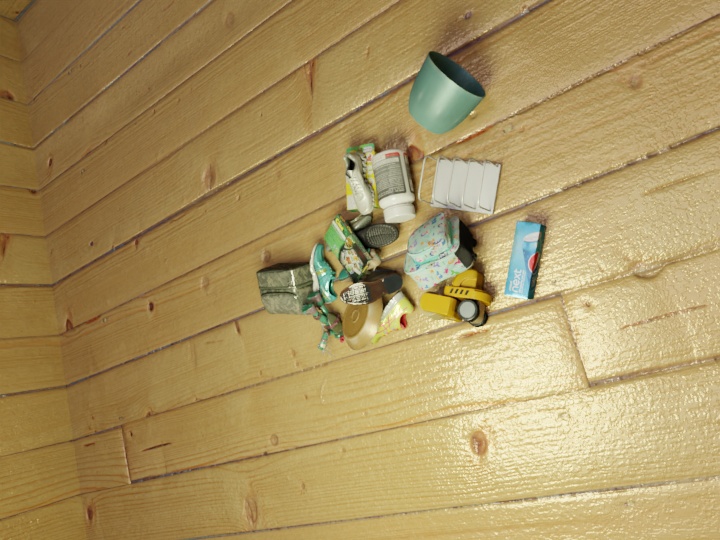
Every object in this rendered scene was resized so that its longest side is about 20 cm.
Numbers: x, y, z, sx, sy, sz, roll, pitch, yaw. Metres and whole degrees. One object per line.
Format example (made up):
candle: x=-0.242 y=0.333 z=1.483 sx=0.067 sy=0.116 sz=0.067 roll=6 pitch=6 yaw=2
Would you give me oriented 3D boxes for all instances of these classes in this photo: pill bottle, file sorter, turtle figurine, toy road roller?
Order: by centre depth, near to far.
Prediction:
toy road roller: x=0.274 y=0.071 z=1.594 sx=0.197 sy=0.123 sz=0.149 roll=7 pitch=79 yaw=29
file sorter: x=0.277 y=-0.248 z=1.597 sx=0.197 sy=0.124 sz=0.142 roll=12 pitch=94 yaw=33
pill bottle: x=0.103 y=-0.254 z=1.714 sx=0.112 sy=0.113 sz=0.204 roll=-15 pitch=80 yaw=31
turtle figurine: x=-0.111 y=0.173 z=1.836 sx=0.099 sy=0.150 sz=0.202 roll=-27 pitch=114 yaw=11

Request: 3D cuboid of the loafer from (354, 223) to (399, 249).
loafer: x=0.037 y=-0.106 z=1.775 sx=0.197 sy=0.071 sz=0.075 roll=-11 pitch=95 yaw=28

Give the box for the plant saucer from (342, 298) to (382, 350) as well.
plant saucer: x=-0.004 y=0.145 z=1.756 sx=0.200 sy=0.035 sz=0.203 roll=-38 pitch=41 yaw=42

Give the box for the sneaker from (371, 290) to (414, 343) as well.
sneaker: x=0.094 y=0.162 z=1.730 sx=0.090 sy=0.078 sz=0.201 roll=37 pitch=119 yaw=7

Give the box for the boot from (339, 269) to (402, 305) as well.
boot: x=0.033 y=0.049 z=1.723 sx=0.196 sy=0.097 sz=0.076 roll=-15 pitch=105 yaw=5

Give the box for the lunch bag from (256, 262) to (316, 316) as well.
lunch bag: x=-0.244 y=0.067 z=1.919 sx=0.197 sy=0.139 sz=0.171 roll=-3 pitch=103 yaw=33

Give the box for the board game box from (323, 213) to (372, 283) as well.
board game box: x=-0.041 y=-0.069 z=1.757 sx=0.201 sy=0.023 sz=0.105 roll=56 pitch=133 yaw=27

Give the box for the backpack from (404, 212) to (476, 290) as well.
backpack: x=0.211 y=-0.049 z=1.599 sx=0.150 sy=0.179 sz=0.199 roll=40 pitch=123 yaw=-21

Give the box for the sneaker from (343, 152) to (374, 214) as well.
sneaker: x=-0.011 y=-0.272 z=1.753 sx=0.074 sy=0.081 sz=0.204 roll=-18 pitch=80 yaw=28

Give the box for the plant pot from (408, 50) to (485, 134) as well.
plant pot: x=0.229 y=-0.491 z=1.603 sx=0.202 sy=0.199 sz=0.162 roll=53 pitch=127 yaw=22

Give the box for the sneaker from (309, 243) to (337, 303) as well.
sneaker: x=-0.118 y=0.008 z=1.879 sx=0.078 sy=0.077 sz=0.204 roll=-7 pitch=94 yaw=23

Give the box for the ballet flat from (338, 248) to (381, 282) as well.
ballet flat: x=0.000 y=0.000 z=1.792 sx=0.199 sy=0.067 sz=0.069 roll=-36 pitch=26 yaw=51

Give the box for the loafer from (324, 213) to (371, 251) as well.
loafer: x=-0.050 y=-0.136 z=1.830 sx=0.199 sy=0.075 sz=0.071 roll=-33 pitch=76 yaw=27

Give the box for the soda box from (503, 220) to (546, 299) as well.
soda box: x=0.443 y=-0.028 z=1.517 sx=0.067 sy=0.064 sz=0.204 roll=11 pitch=95 yaw=32

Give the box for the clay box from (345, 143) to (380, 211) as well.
clay box: x=0.010 y=-0.298 z=1.814 sx=0.113 sy=0.047 sz=0.205 roll=-3 pitch=86 yaw=32
